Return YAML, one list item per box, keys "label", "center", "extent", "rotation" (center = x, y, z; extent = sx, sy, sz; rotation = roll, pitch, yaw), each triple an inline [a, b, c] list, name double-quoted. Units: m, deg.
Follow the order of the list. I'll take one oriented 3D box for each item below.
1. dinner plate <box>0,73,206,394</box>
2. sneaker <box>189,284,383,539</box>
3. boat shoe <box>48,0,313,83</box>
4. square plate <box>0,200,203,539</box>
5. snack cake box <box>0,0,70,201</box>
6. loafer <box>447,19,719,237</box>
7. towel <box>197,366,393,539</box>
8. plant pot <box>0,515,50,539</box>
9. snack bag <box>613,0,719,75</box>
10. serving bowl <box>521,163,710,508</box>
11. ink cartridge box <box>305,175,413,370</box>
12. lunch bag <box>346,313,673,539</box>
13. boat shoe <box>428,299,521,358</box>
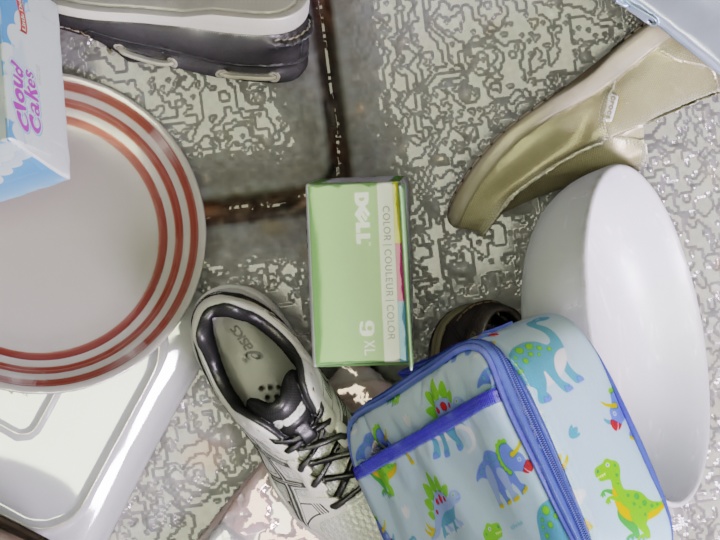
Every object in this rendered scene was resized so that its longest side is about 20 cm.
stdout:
- label: "dinner plate"
  center: [-0.192, -0.022, 1.655]
  extent: [0.198, 0.024, 0.202]
  rotation: [3, 73, -9]
- label: "sneaker"
  center: [-0.037, 0.096, 1.625]
  extent: [0.076, 0.088, 0.200]
  rotation: [-41, 86, 2]
- label: "boat shoe"
  center: [-0.125, -0.152, 1.650]
  extent: [0.198, 0.074, 0.061]
  rotation: [6, 132, 7]
- label: "square plate"
  center: [-0.212, 0.064, 1.683]
  extent: [0.199, 0.028, 0.199]
  rotation: [29, 94, -1]
- label: "snack cake box"
  center: [-0.270, -0.087, 1.602]
  extent: [0.199, 0.067, 0.116]
  rotation: [-17, 64, 23]
- label: "loafer"
  center: [0.138, -0.081, 1.643]
  extent: [0.200, 0.076, 0.068]
  rotation: [-39, 87, 3]
- label: "towel"
  center: [0.010, 0.185, 1.686]
  extent: [0.200, 0.032, 0.191]
  rotation: [40, 93, -3]
- label: "plant pot"
  center: [-0.251, 0.225, 1.620]
  extent: [0.199, 0.200, 0.176]
  rotation: [25, 86, -1]
- label: "snack bag"
  center: [0.267, -0.182, 1.636]
  extent: [0.188, 0.021, 0.200]
  rotation: [37, 76, -3]
- label: "serving bowl"
  center: [0.140, 0.042, 1.604]
  extent: [0.065, 0.200, 0.202]
  rotation: [-11, 94, 25]
- label: "ink cartridge box"
  center: [0.000, 0.000, 1.588]
  extent: [0.059, 0.200, 0.105]
  rotation: [-2, 93, 1]
- label: "lunch bag"
  center: [0.075, 0.116, 1.527]
  extent: [0.082, 0.200, 0.162]
  rotation: [-19, 83, -30]
- label: "boat shoe"
  center: [0.087, 0.114, 1.636]
  extent: [0.074, 0.073, 0.201]
  rotation: [-13, 81, -17]
